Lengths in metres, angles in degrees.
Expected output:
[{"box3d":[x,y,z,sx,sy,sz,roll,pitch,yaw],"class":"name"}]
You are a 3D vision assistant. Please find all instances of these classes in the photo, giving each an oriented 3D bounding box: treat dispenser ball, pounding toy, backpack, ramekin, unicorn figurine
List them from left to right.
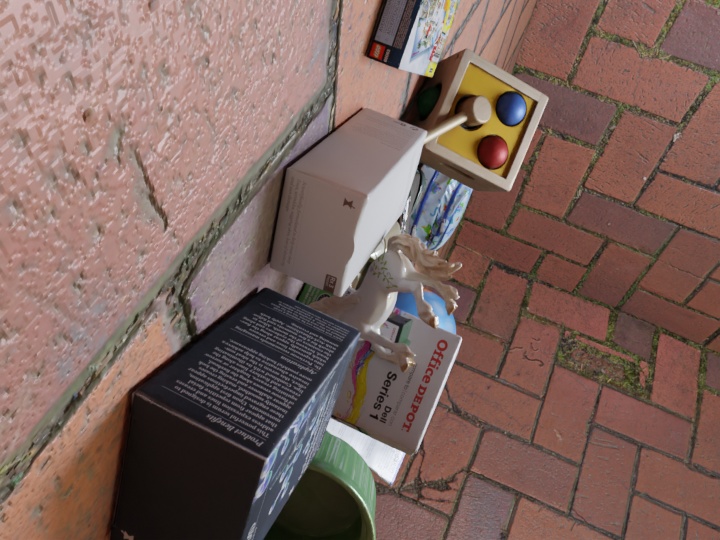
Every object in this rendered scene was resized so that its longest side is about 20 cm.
[{"box3d":[-0.073,0.307,0.807,0.098,0.199,0.201,-61,171,-71],"class":"ramekin"},{"box3d":[0.013,0.046,0.674,0.200,0.137,0.074,-53,166,4],"class":"unicorn figurine"},{"box3d":[0.116,0.138,1.407,0.201,0.200,0.202,23,90,-80],"class":"treat dispenser ball"},{"box3d":[0.138,-0.127,1.178,0.163,0.153,0.201,-43,142,-52],"class":"backpack"},{"box3d":[0.155,-0.217,0.929,0.185,0.199,0.142,-67,-161,-1],"class":"pounding toy"}]

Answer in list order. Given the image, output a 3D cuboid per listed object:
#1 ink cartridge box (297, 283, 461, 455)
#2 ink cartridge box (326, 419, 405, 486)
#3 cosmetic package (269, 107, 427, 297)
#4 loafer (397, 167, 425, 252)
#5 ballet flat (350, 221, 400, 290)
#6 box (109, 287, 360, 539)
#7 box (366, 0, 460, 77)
[{"box3d":[0.004,0.112,0.745,0.084,0.199,0.145,87,28,-71],"class":"ink cartridge box"},{"box3d":[0.000,0.187,0.931,0.041,0.200,0.200,-36,-166,43],"class":"ink cartridge box"},{"box3d":[-0.007,-0.076,0.623,0.200,0.081,0.113,-51,161,-56],"class":"cosmetic package"},{"box3d":[0.044,-0.076,0.980,0.063,0.072,0.201,18,87,-61],"class":"loafer"},{"box3d":[0.000,0.000,0.892,0.070,0.069,0.201,79,34,-73],"class":"ballet flat"},{"box3d":[-0.096,0.130,0.521,0.200,0.107,0.149,-47,158,-62],"class":"box"},{"box3d":[0.070,-0.288,0.678,0.200,0.038,0.137,-42,153,-69],"class":"box"}]
